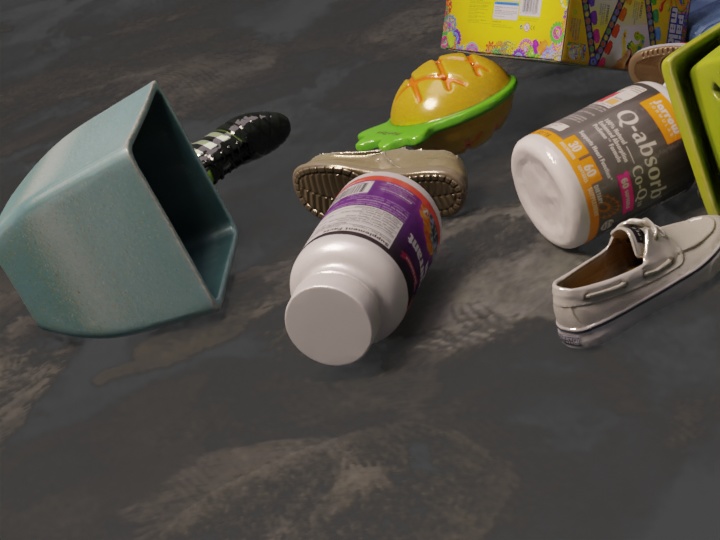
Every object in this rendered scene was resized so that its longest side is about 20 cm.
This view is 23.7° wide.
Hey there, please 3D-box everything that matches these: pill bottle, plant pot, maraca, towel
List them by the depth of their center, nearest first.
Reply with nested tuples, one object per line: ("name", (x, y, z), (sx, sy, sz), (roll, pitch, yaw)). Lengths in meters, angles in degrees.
("plant pot", (0.393, -0.145, 1.519), (0.200, 0.200, 0.181), (-33, 21, -28))
("pill bottle", (0.000, 0.000, 1.577), (0.111, 0.112, 0.200), (-7, 27, 23))
("pill bottle", (0.252, -0.110, 1.629), (0.199, 0.117, 0.116), (-27, 26, -17))
("plant pot", (-0.264, -0.042, 1.769), (0.199, 0.197, 0.196), (-23, 23, 13))
("maraca", (0.085, -0.173, 1.884), (0.200, 0.107, 0.137), (-30, 18, -28))
("towel", (0.395, -0.290, 1.990), (0.111, 0.049, 0.200), (-24, 26, -13))

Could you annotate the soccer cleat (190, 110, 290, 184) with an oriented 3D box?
("soccer cleat", (-0.174, -0.131, 2.046), (0.199, 0.068, 0.081), (-19, 42, 0))

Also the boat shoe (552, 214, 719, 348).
("boat shoe", (0.243, -0.010, 1.478), (0.199, 0.070, 0.071), (-29, 26, -23))

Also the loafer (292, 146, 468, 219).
("loafer", (0.025, -0.091, 1.805), (0.199, 0.076, 0.068), (5, 30, 23))

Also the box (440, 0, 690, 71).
("box", (0.231, -0.291, 1.928), (0.192, 0.123, 0.200), (2, 9, -39))

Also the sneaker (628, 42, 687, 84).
("sneaker", (0.395, -0.233, 1.840), (0.199, 0.072, 0.113), (3, 35, 24))
